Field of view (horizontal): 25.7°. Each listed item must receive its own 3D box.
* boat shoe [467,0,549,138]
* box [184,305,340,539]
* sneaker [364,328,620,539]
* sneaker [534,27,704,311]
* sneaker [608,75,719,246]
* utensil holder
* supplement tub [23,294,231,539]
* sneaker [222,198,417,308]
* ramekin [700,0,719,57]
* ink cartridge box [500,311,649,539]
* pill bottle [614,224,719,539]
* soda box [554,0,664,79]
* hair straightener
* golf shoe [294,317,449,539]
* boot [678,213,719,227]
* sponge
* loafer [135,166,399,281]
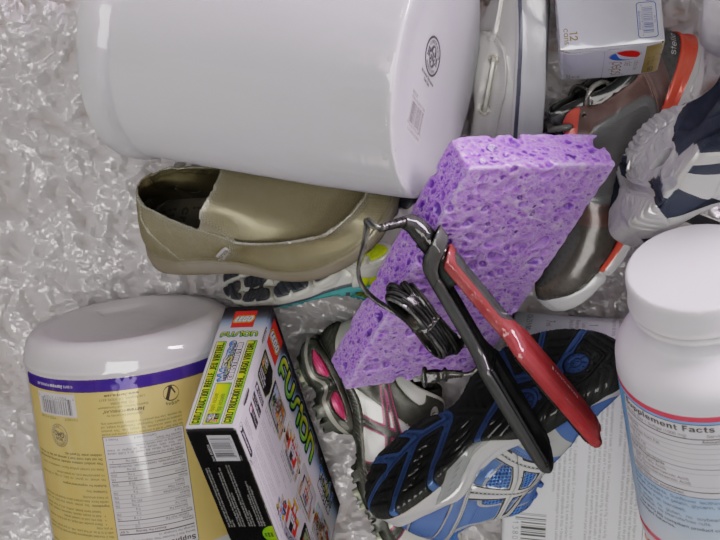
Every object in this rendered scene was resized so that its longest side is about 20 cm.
[{"bbox_3d":[0.089,-0.132,1.034,0.066,0.072,0.200,3,114,5],"label":"boat shoe"},{"bbox_3d":[-0.060,0.133,1.047,0.035,0.110,0.200,-3,131,15],"label":"box"},{"bbox_3d":[0.098,0.109,1.035,0.200,0.076,0.077,-35,127,21],"label":"sneaker"},{"bbox_3d":[0.146,-0.074,1.029,0.082,0.077,0.200,22,93,-20],"label":"sneaker"},{"bbox_3d":[0.242,-0.060,0.929,0.129,0.080,0.199,21,137,-14],"label":"sneaker"},{"bbox_3d":[-0.044,-0.138,0.969,0.200,0.170,0.170,10,105,19],"label":"utensil holder"},{"bbox_3d":[-0.145,0.128,1.079,0.145,0.145,0.200,-5,103,7],"label":"supplement tub"},{"bbox_3d":[0.000,0.000,1.068,0.200,0.078,0.080,-9,140,22],"label":"sneaker"},{"bbox_3d":[0.258,-0.214,0.934,0.098,0.200,0.201,6,104,13],"label":"ramekin"},{"bbox_3d":[0.185,0.131,1.076,0.173,0.044,0.200,4,113,9],"label":"ink cartridge box"},{"bbox_3d":[0.210,0.076,0.942,0.109,0.109,0.200,-9,125,8],"label":"pill bottle"},{"bbox_3d":[0.146,-0.223,0.972,0.064,0.068,0.200,-4,81,7],"label":"soda box"},{"bbox_3d":[0.058,0.047,0.940,0.077,0.041,0.200,-34,109,20],"label":"hair straightener"},{"bbox_3d":[0.029,0.124,1.098,0.088,0.077,0.200,-24,100,4],"label":"golf shoe"},{"bbox_3d":[0.241,0.050,1.062,0.200,0.072,0.144,30,108,-3],"label":"boot"},{"bbox_3d":[0.067,-0.004,0.994,0.111,0.030,0.200,-4,139,-33],"label":"sponge"},{"bbox_3d":[-0.070,-0.038,1.034,0.200,0.076,0.068,-7,138,29],"label":"loafer"}]
